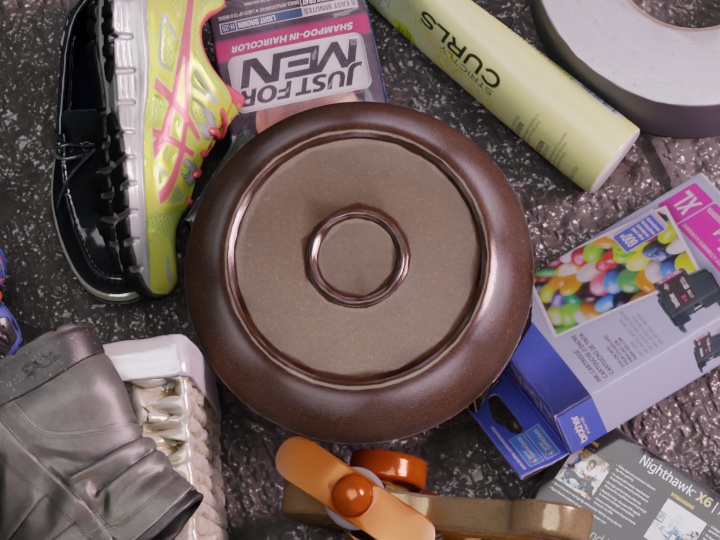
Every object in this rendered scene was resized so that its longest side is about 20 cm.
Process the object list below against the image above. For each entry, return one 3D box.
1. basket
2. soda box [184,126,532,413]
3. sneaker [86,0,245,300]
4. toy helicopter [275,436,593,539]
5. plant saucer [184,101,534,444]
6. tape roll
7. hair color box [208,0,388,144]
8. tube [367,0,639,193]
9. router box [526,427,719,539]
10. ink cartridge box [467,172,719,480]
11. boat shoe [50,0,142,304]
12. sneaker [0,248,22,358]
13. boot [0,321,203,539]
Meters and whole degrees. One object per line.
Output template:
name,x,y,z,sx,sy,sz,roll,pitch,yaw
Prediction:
basket,-0.146,0.117,1.633,0.135,0.200,0.124,-9,81,1
soda box,0.000,0.000,1.660,0.199,0.063,0.071,31,79,9
sneaker,-0.110,-0.083,1.694,0.090,0.078,0.201,-1,92,-20
toy helicopter,0.039,0.135,1.618,0.199,0.132,0.079,-1,72,38
plant saucer,-0.002,-0.004,1.614,0.199,0.032,0.201,-1,74,3
tape roll,0.203,-0.186,1.761,0.199,0.066,0.202,-1,76,2
hair color box,-0.027,-0.070,1.743,0.099,0.061,0.201,-12,76,0
tube,0.079,-0.126,1.752,0.200,0.052,0.058,40,117,7
router box,0.170,0.202,1.666,0.199,0.052,0.158,34,79,11
ink cartridge box,0.150,0.031,1.690,0.199,0.042,0.119,-32,40,-4
boat shoe,-0.155,-0.079,1.752,0.074,0.062,0.201,-2,77,0
sneaker,-0.240,0.007,1.681,0.078,0.200,0.076,-29,117,-18
boot,-0.192,0.127,1.502,0.199,0.068,0.131,-30,82,3
